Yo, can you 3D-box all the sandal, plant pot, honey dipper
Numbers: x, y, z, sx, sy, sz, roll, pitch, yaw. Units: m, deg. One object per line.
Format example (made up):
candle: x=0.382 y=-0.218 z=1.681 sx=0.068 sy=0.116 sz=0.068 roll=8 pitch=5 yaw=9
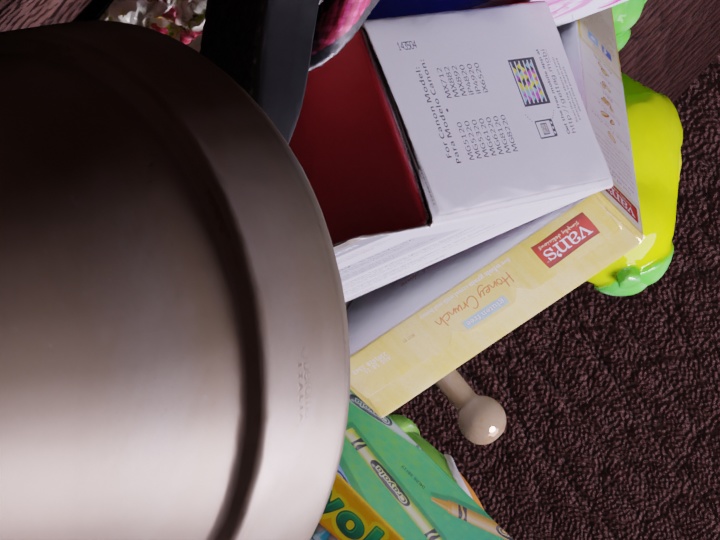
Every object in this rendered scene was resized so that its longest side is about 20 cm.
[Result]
sandal: x=-0.020 y=-0.088 z=0.908 sx=0.075 sy=0.045 sz=0.201 roll=-16 pitch=-121 yaw=63
plant pot: x=-0.131 y=0.030 z=0.824 sx=0.173 sy=0.200 sz=0.200 roll=-11 pitch=150 yaw=-50
honey dipper: x=0.000 y=0.000 z=1.285 sx=0.038 sy=0.200 sz=0.038 roll=-41 pitch=177 yaw=-3

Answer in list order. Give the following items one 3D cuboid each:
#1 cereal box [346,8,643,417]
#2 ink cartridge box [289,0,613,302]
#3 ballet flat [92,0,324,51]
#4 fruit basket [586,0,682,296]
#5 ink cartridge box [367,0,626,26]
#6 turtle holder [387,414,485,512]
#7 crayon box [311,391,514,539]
cereal box: x=0.052 y=-0.040 z=1.217 sx=0.144 sy=0.040 sz=0.200 roll=-36 pitch=-154 yaw=21
ink cartridge box: x=-0.034 y=-0.027 z=1.084 sx=0.199 sy=0.084 sz=0.175 roll=-24 pitch=174 yaw=35
ballet flat: x=-0.080 y=-0.062 z=1.011 sx=0.200 sy=0.064 sz=0.076 roll=-47 pitch=164 yaw=22
fruit basket: x=0.110 y=-0.094 z=1.394 sx=0.155 sy=0.216 sz=0.216 roll=-40 pitch=172 yaw=-30
ink cartridge box: x=0.023 y=-0.109 z=1.126 sx=0.195 sy=0.044 sz=0.200 roll=-20 pitch=177 yaw=6
turtle holder: x=-0.011 y=0.158 z=1.343 sx=0.185 sy=0.132 sz=0.141 roll=-29 pitch=156 yaw=-48
crayon box: x=-0.024 y=0.117 z=1.236 sx=0.119 sy=0.200 sz=0.058 roll=-50 pitch=173 yaw=35
